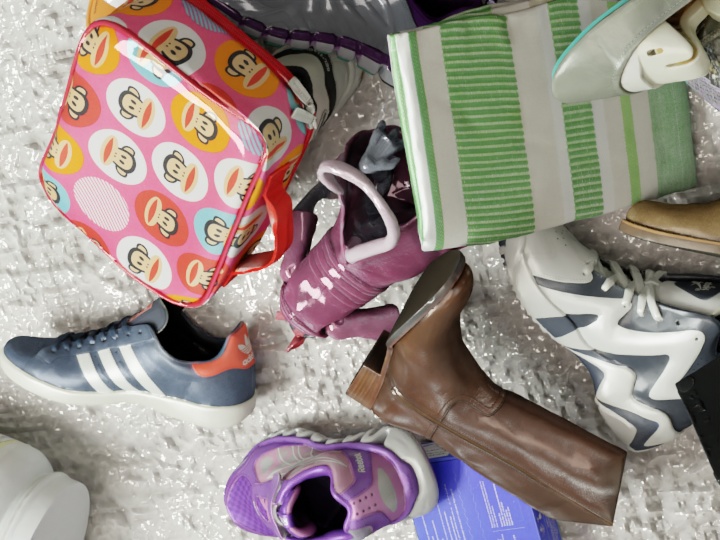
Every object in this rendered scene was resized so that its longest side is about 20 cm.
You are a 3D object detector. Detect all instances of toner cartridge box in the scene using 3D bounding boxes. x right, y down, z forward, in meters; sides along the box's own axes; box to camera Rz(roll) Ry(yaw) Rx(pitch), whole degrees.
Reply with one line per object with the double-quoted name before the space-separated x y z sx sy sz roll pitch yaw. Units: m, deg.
"toner cartridge box" 0.101 0.219 1.439 0.094 0.043 0.202 -10 104 25

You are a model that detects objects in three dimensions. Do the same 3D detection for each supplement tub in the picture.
"supplement tub" -0.325 0.186 1.538 0.198 0.145 0.146 21 115 14

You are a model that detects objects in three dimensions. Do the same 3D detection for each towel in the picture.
"towel" 0.118 -0.103 1.261 0.198 0.023 0.154 -16 107 -20

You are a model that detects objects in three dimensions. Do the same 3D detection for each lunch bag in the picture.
"lunch bag" -0.114 -0.072 1.301 0.176 0.082 0.200 38 138 7

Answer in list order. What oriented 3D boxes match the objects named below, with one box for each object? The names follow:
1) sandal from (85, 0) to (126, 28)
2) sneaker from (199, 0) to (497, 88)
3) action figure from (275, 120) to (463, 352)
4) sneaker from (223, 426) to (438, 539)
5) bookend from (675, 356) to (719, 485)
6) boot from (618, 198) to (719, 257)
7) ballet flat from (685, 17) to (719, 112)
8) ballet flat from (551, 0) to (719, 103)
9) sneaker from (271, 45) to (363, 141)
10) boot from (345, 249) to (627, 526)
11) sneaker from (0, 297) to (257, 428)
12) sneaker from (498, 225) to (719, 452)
"sandal" -0.148 -0.251 1.348 0.059 0.079 0.207 21 115 -33
"sneaker" -0.012 -0.186 1.294 0.198 0.075 0.088 17 130 -19
"action figure" 0.000 0.000 1.341 0.134 0.149 0.200 44 123 2
"sneaker" -0.040 0.163 1.429 0.199 0.088 0.081 -13 103 47
"bookend" 0.337 0.104 1.253 0.199 0.092 0.199 -34 127 14
"boot" 0.266 -0.041 1.272 0.198 0.074 0.076 3 97 9
"ballet flat" 0.271 -0.093 1.212 0.200 0.072 0.072 48 121 27
"ballet flat" 0.205 -0.153 1.197 0.199 0.067 0.064 -37 57 10
"sneaker" -0.080 -0.087 1.379 0.075 0.088 0.200 38 119 3
"boot" 0.105 0.086 1.304 0.199 0.064 0.187 33 148 -1
"sneaker" -0.171 0.054 1.474 0.198 0.075 0.085 8 113 8
"sneaker" 0.187 0.014 1.313 0.129 0.079 0.200 -30 96 26
